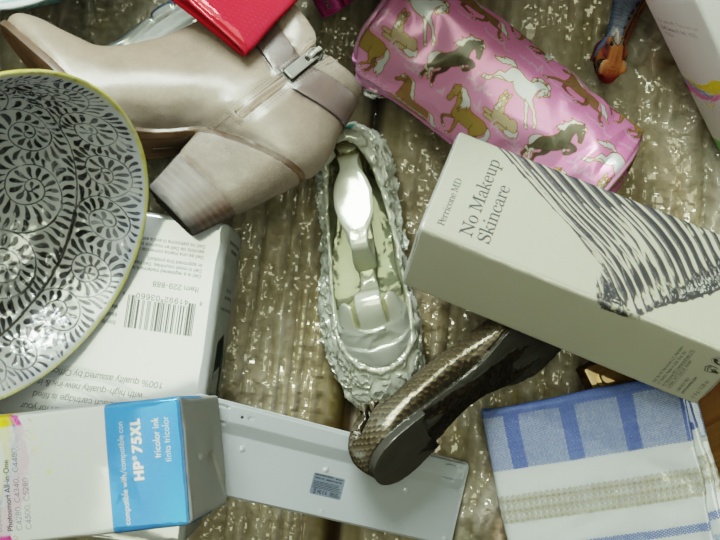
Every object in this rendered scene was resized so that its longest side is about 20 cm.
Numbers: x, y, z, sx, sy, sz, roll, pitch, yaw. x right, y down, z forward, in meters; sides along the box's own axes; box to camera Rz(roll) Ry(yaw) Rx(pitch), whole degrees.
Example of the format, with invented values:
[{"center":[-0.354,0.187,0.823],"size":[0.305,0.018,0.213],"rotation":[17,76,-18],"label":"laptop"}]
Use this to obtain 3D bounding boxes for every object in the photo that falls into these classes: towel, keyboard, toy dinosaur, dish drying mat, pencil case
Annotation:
[{"center":[0.165,0.174,0.746],"size":[0.145,0.024,0.203],"rotation":[-14,87,21],"label":"towel"},{"center":[-0.020,0.129,0.742],"size":[0.198,0.011,0.057],"rotation":[18,88,-23],"label":"keyboard"},{"center":[0.200,-0.219,0.771],"size":[0.197,0.105,0.184],"rotation":[-5,104,-10],"label":"toy dinosaur"},{"center":[-0.039,-0.224,0.726],"size":[0.077,0.018,0.201],"rotation":[38,69,3],"label":"dish drying mat"},{"center":[0.090,-0.109,0.764],"size":[0.199,0.087,0.083],"rotation":[36,44,3],"label":"pencil case"}]

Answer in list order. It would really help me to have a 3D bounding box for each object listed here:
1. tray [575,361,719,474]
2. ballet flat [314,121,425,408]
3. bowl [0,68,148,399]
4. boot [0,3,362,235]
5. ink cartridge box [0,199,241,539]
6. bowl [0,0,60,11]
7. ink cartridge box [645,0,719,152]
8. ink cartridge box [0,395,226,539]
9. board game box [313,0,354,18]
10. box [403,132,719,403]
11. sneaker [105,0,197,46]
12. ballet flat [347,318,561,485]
[{"center":[0.255,0.067,0.770],"size":[0.198,0.037,0.100],"rotation":[-26,85,0],"label":"tray"},{"center":[0.000,0.000,0.765],"size":[0.071,0.072,0.203],"rotation":[-10,86,0],"label":"ballet flat"},{"center":[-0.224,-0.031,0.645],"size":[0.094,0.201,0.202],"rotation":[30,86,31],"label":"bowl"},{"center":[-0.103,-0.124,0.721],"size":[0.200,0.070,0.146],"rotation":[45,79,0],"label":"boot"},{"center":[-0.164,0.063,0.751],"size":[0.144,0.084,0.203],"rotation":[8,86,1],"label":"ink cartridge box"},{"center":[-0.226,-0.256,0.768],"size":[0.198,0.105,0.204],"rotation":[0,85,0],"label":"bowl"},{"center":[0.257,-0.159,0.727],"size":[0.117,0.067,0.201],"rotation":[-38,116,-2],"label":"ink cartridge box"},{"center":[-0.182,0.112,0.645],"size":[0.197,0.116,0.068],"rotation":[-6,84,2],"label":"ink cartridge box"},{"center":[0.065,-0.219,0.711],"size":[0.199,0.200,0.026],"rotation":[-33,104,-5],"label":"board game box"},{"center":[0.132,-0.002,0.705],"size":[0.198,0.069,0.083],"rotation":[21,60,3],"label":"box"},{"center":[-0.130,-0.131,0.784],"size":[0.199,0.075,0.088],"rotation":[-30,103,1],"label":"sneaker"},{"center":[0.070,0.061,0.751],"size":[0.199,0.068,0.046],"rotation":[-38,48,-16],"label":"ballet flat"}]
